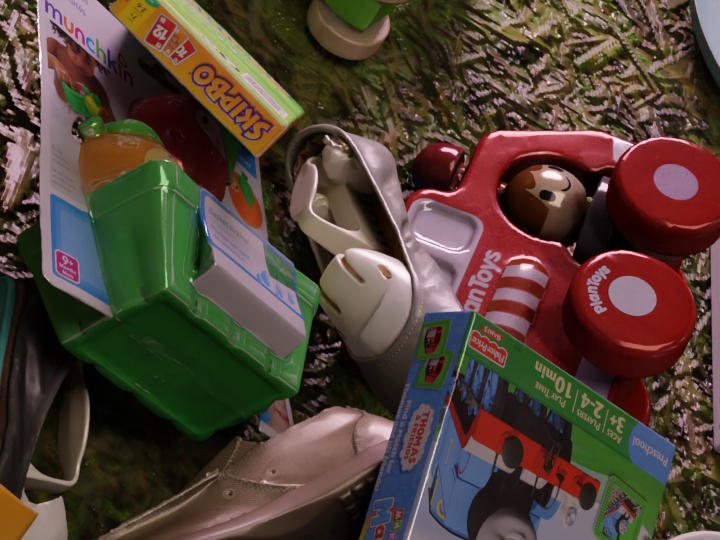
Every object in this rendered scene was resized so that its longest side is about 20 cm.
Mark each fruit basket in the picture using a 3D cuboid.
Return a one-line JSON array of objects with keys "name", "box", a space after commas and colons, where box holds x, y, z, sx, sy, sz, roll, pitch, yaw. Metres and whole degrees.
[{"name": "fruit basket", "box": [-0.086, -0.033, 1.047, 0.185, 0.093, 0.201, 42, 36, -44]}]

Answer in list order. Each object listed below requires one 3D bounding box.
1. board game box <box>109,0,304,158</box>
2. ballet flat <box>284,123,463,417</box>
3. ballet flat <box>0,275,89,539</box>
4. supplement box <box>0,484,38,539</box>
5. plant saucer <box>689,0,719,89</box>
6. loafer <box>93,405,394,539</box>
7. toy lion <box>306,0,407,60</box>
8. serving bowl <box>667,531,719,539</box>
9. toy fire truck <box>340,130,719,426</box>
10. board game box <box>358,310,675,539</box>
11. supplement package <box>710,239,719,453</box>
[{"name": "board game box", "box": [-0.071, -0.101, 1.100, 0.096, 0.030, 0.200, 45, 7, -4]}, {"name": "ballet flat", "box": [0.000, 0.000, 1.095, 0.064, 0.067, 0.200, 24, 29, -32]}, {"name": "ballet flat", "box": [-0.155, 0.089, 0.970, 0.068, 0.068, 0.201, 34, 49, -23]}, {"name": "supplement box", "box": [-0.261, 0.105, 0.797, 0.200, 0.197, 0.133, 41, 48, -8]}, {"name": "plant saucer", "box": [0.286, -0.142, 1.439, 0.199, 0.027, 0.201, 17, 56, -26]}, {"name": "loafer", "box": [-0.056, 0.122, 1.002, 0.199, 0.076, 0.067, -21, 34, -20]}, {"name": "toy lion", "box": [-0.023, -0.225, 1.260, 0.192, 0.069, 0.200, 44, 47, 6]}, {"name": "serving bowl", "box": [0.172, 0.234, 1.098, 0.199, 0.066, 0.201, 21, 54, -33]}, {"name": "toy fire truck", "box": [0.095, -0.003, 1.179, 0.167, 0.112, 0.201, 21, 53, 4]}, {"name": "board game box", "box": [0.061, 0.141, 0.993, 0.151, 0.036, 0.201, 33, 66, -36]}, {"name": "supplement package", "box": [0.312, 0.002, 1.253, 0.147, 0.200, 0.192, 20, 54, -23]}]
